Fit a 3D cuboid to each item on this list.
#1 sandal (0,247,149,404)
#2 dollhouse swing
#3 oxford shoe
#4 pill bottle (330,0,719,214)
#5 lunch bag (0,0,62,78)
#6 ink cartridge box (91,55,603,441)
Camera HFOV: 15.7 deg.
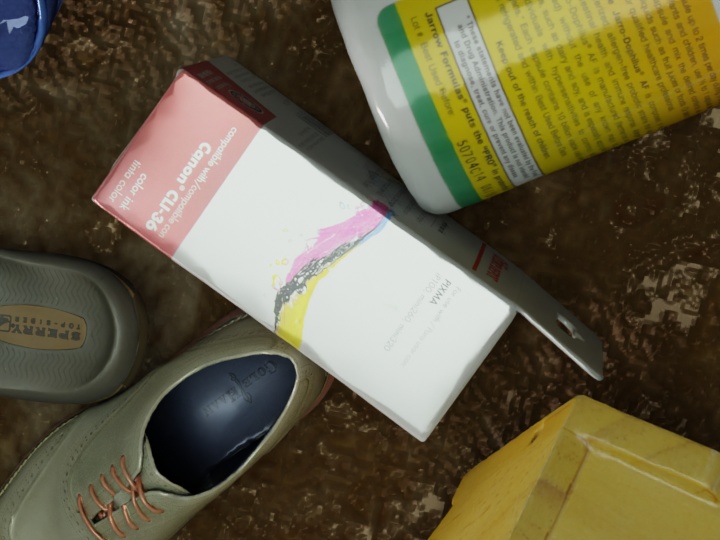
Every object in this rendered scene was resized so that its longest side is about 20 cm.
[{"bbox_3d":[-0.187,0.025,1.086,0.199,0.055,0.082,6,96,17],"label":"sandal"},{"bbox_3d":[0.096,0.184,0.986,0.175,0.182,0.200,31,65,-7],"label":"dollhouse swing"},{"bbox_3d":[-0.097,0.084,1.084,0.200,0.074,0.071,-43,92,8],"label":"oxford shoe"},{"bbox_3d":[0.097,-0.108,1.026,0.199,0.113,0.113,-22,94,7],"label":"pill bottle"},{"bbox_3d":[-0.210,-0.148,1.022,0.199,0.132,0.136,-4,115,6],"label":"lunch bag"},{"bbox_3d":[0.000,0.000,1.044,0.200,0.116,0.068,36,99,1],"label":"ink cartridge box"}]
